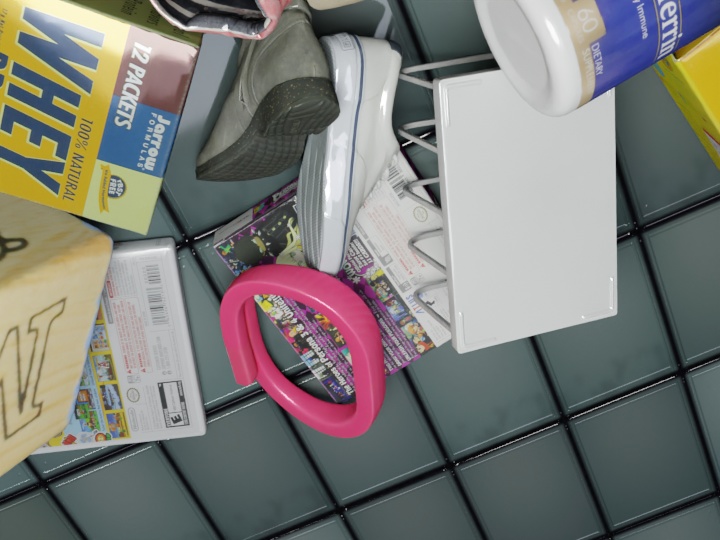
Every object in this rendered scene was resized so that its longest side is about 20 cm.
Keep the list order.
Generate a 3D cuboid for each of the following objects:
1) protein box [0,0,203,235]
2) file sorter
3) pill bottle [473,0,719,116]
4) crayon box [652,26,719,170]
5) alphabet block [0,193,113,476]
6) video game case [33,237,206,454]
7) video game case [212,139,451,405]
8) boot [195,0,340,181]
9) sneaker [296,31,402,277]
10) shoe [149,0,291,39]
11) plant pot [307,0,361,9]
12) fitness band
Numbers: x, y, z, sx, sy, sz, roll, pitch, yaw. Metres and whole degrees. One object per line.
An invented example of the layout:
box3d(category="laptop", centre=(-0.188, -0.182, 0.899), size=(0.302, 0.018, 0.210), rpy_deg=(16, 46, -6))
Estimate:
box3d(category="protein box", centre=(-0.215, -0.153, 0.686), size=(0.197, 0.200, 0.136), rpy_deg=(16, 117, -13))
box3d(category="file sorter", centre=(0.107, -0.065, 0.782), size=(0.136, 0.124, 0.204), rpy_deg=(-12, 111, -16))
box3d(category="pill bottle", centre=(0.180, -0.195, 0.641), size=(0.198, 0.116, 0.117), rpy_deg=(-31, 117, -5))
box3d(category="crayon box", centre=(0.274, -0.143, 0.778), size=(0.051, 0.128, 0.200), rpy_deg=(-36, 116, 14))
box3d(category="alphabet block", centre=(-0.332, 0.046, 0.746), size=(0.193, 0.200, 0.199), rpy_deg=(24, 115, 11))
box3d(category="video game case", centre=(-0.241, 0.072, 0.903), size=(0.178, 0.023, 0.203), rpy_deg=(-6, 119, -2))
box3d(category="video game case", centre=(0.000, 0.000, 0.879), size=(0.180, 0.036, 0.201), rpy_deg=(-32, 116, 11))
box3d(category="boot", centre=(-0.078, -0.152, 0.767), size=(0.067, 0.199, 0.133), rpy_deg=(-4, 77, -31))
box3d(category="sneaker", centre=(-0.004, -0.082, 0.777), size=(0.070, 0.073, 0.203), rpy_deg=(-5, 125, -22))
box3d(category="shoe", centre=(-0.122, -0.214, 0.599), size=(0.198, 0.092, 0.072), rpy_deg=(26, 143, -5))
box3d(category="plant pot", centre=(0.056, -0.290, 0.609), size=(0.199, 0.176, 0.202), rpy_deg=(-34, 120, -22))
box3d(category="fitness band", centre=(-0.047, 0.070, 0.858), size=(0.141, 0.038, 0.202), rpy_deg=(14, 140, 18))
